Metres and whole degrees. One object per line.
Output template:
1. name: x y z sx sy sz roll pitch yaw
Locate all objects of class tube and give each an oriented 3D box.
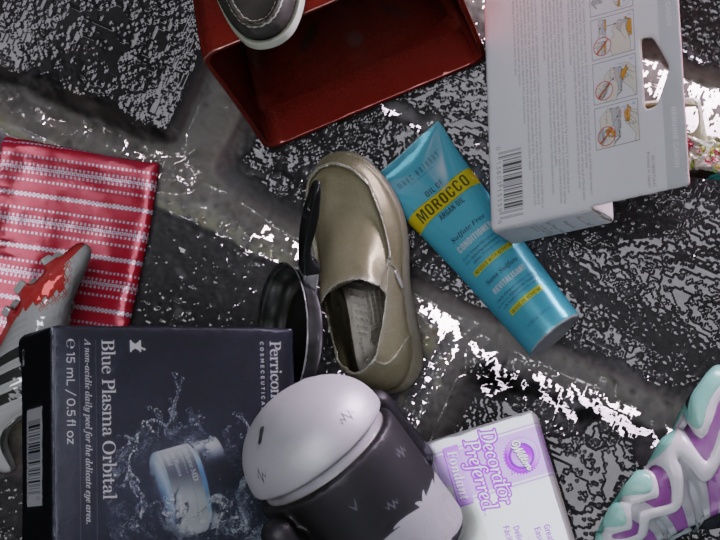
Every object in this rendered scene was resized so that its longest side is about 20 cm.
1. tube: 0.095 -0.022 1.744 0.077 0.050 0.200 -39 74 -3

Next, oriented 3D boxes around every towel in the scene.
1. towel: -0.253 -0.003 1.801 0.143 0.022 0.202 10 85 8

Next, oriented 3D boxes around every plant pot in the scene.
1. plant pot: -0.034 -0.243 1.718 0.198 0.200 0.178 -21 70 5

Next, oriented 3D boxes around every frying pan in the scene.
1. frying pan: -0.053 0.014 1.723 0.031 0.115 0.192 3 101 -23

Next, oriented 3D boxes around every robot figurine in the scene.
1. robot figurine: -0.004 0.174 1.622 0.124 0.150 0.201 -35 104 6

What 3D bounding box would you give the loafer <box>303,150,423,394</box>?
1. loafer: 0.000 0.000 1.732 0.075 0.068 0.202 -20 81 25

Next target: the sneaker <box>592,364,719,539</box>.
1. sneaker: 0.275 0.189 1.674 0.139 0.078 0.201 36 90 11

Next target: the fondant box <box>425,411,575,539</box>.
1. fondant box: 0.065 0.209 1.713 0.198 0.058 0.146 -18 81 5

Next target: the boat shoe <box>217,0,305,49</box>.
1. boat shoe: -0.088 -0.258 1.606 0.071 0.061 0.203 -16 60 9

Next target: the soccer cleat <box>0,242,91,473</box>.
1. soccer cleat: -0.264 0.071 1.753 0.085 0.069 0.201 35 92 1

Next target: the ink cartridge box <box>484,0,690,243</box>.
1. ink cartridge box: 0.181 -0.136 1.691 0.172 0.043 0.202 -12 69 30

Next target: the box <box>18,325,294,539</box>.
1. box: -0.159 0.145 1.685 0.198 0.117 0.199 1 83 -22

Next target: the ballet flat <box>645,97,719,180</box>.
1. ballet flat: 0.274 -0.102 1.706 0.198 0.076 0.065 9 99 8
